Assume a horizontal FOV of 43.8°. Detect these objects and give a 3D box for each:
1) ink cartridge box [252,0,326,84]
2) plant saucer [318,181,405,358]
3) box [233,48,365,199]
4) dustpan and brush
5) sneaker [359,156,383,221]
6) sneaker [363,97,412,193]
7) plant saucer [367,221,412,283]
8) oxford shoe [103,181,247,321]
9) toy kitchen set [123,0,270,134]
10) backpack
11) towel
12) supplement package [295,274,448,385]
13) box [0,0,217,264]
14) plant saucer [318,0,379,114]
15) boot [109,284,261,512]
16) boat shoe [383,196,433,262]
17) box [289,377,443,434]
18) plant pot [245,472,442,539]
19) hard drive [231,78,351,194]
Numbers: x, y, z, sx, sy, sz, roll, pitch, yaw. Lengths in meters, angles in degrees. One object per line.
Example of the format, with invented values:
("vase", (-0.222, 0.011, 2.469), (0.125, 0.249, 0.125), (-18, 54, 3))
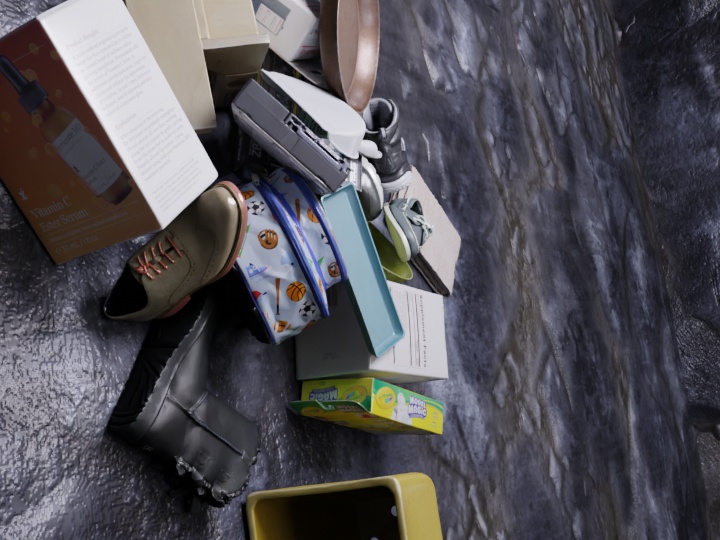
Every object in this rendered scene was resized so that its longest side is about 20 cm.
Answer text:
("ink cartridge box", (-0.098, -0.321, 1.114), (0.199, 0.068, 0.117), (40, 21, 3))
("plant saucer", (0.000, 0.000, 1.074), (0.070, 0.019, 0.203), (-31, 105, -51))
("box", (-0.074, -0.195, 1.155), (0.159, 0.049, 0.203), (14, 59, -23))
("dustpan and brush", (-0.027, -0.169, 1.077), (0.198, 0.058, 0.140), (1, 38, -50))
("sneaker", (-0.049, -0.142, 1.224), (0.201, 0.074, 0.085), (52, 47, -3))
("sneaker", (0.026, -0.204, 1.293), (0.201, 0.074, 0.115), (-107, -176, -54))
("plant saucer", (-0.013, -0.047, 1.205), (0.199, 0.031, 0.200), (40, 13, -11))
("oxford shoe", (-0.179, -0.008, 0.864), (0.071, 0.200, 0.074), (52, 35, 14))
("toy kitchen set", (-0.209, -0.206, 1.003), (0.196, 0.180, 0.166), (-10, 81, -18))
("backpack", (-0.098, -0.014, 0.980), (0.202, 0.153, 0.191), (60, 0, -24))
("towel", (0.110, -0.066, 1.481), (0.201, 0.034, 0.134), (50, 41, -35))
("supplement package", (0.017, 0.086, 1.196), (0.199, 0.120, 0.122), (16, 67, -55))
("box", (-0.255, -0.130, 0.825), (0.202, 0.150, 0.107), (62, 35, -20))
("plant saucer", (-0.014, -0.300, 1.121), (0.200, 0.034, 0.204), (5, 90, -75))
("boot", (-0.163, 0.137, 0.944), (0.163, 0.072, 0.200), (47, 49, -34))
("boat shoe", (0.068, -0.066, 1.249), (0.200, 0.061, 0.074), (-101, 174, -76))
("box", (0.009, 0.176, 1.155), (0.199, 0.116, 0.049), (25, 64, -51))
("plant pot", (0.008, 0.335, 1.042), (0.199, 0.192, 0.198), (9, 70, -65))
("hard drive", (-0.079, -0.140, 0.985), (0.139, 0.038, 0.200), (40, -2, -9))
